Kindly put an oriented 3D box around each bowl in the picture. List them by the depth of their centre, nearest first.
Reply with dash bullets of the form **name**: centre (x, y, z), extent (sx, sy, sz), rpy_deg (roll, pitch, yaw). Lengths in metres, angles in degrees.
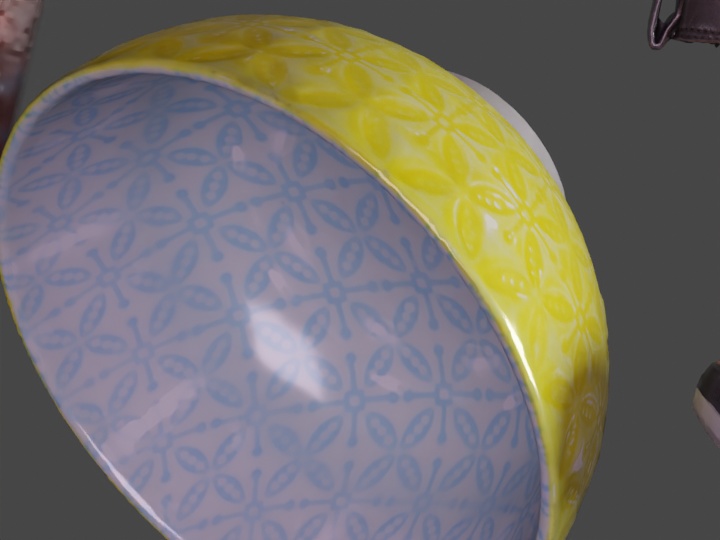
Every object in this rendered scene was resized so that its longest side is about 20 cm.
- **bowl**: centre (0.000, 0.000, 0.784), extent (0.200, 0.200, 0.108), rpy_deg (44, 52, 4)

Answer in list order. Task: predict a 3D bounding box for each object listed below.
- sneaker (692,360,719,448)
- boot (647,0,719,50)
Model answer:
- **sneaker**: centre (0.192, 0.030, 0.717), extent (0.199, 0.078, 0.113), rpy_deg (18, 107, -18)
- **boot**: centre (0.182, -0.147, 0.804), extent (0.198, 0.069, 0.176), rpy_deg (-3, 96, 10)
